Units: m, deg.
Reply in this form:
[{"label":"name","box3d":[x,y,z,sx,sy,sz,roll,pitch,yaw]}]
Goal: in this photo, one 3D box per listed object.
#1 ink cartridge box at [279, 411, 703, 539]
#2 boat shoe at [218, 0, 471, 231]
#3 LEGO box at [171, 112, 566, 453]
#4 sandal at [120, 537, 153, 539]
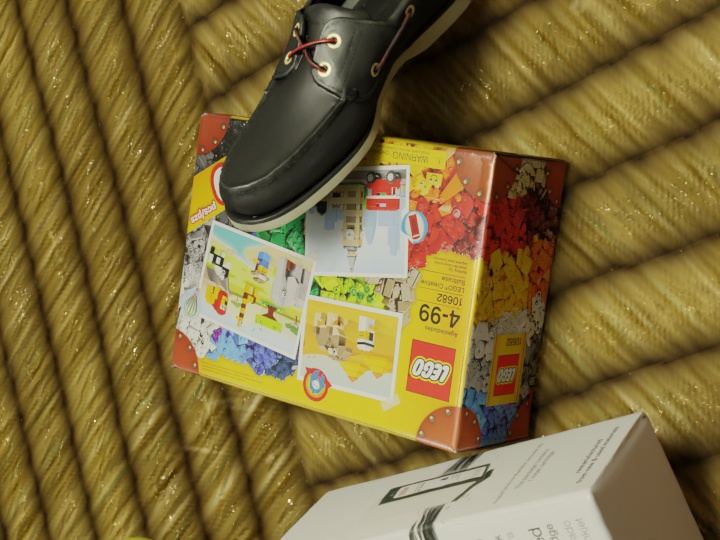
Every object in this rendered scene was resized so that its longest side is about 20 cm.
[{"label":"ink cartridge box","box3d":[0.068,0.169,0.657,0.199,0.084,0.147,-21,99,35]},{"label":"boat shoe","box3d":[-0.013,-0.109,0.689,0.073,0.063,0.202,20,66,38]},{"label":"LEGO box","box3d":[0.000,0.000,0.737,0.199,0.077,0.150,11,97,37]},{"label":"sandal","box3d":[-0.156,0.263,0.851,0.087,0.079,0.201,177,109,-74]}]
